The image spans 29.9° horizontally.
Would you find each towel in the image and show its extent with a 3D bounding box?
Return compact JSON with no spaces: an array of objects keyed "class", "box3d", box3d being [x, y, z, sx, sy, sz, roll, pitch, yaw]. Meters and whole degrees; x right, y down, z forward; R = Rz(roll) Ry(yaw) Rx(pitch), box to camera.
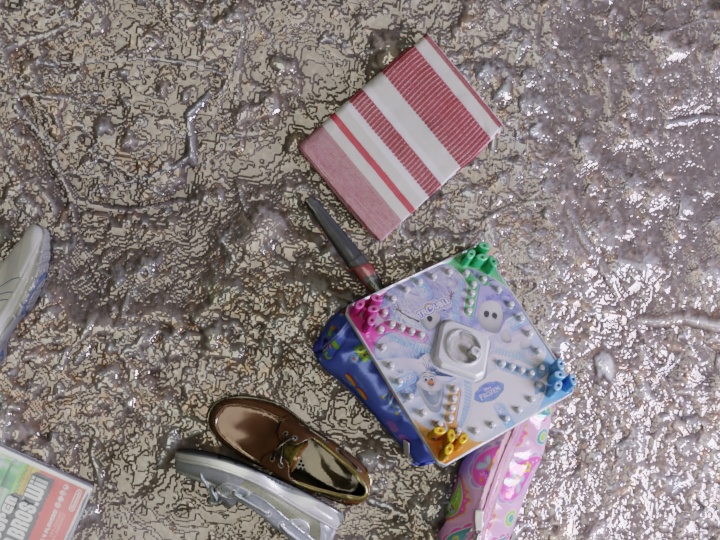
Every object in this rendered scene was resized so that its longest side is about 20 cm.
[{"class":"towel","box3d":[0.046,-0.150,1.523,0.200,0.023,0.144,-42,93,-8]}]

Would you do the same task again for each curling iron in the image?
[{"class":"curling iron","box3d":[0.000,0.000,1.507,0.025,0.050,0.201,-39,90,-7]}]

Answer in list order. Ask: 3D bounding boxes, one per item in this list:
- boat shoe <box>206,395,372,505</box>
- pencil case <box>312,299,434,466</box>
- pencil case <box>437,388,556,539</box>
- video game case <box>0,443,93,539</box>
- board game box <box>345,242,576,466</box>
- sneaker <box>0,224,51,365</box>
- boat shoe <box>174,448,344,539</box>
[{"class":"boat shoe","box3d":[-0.075,0.194,1.480,0.198,0.068,0.073,25,87,-7]},{"class":"pencil case","box3d":[0.032,0.130,1.490,0.200,0.078,0.087,48,61,-5]},{"class":"pencil case","box3d":[0.151,0.228,1.506,0.086,0.087,0.203,22,86,-8]},{"class":"video game case","box3d":[-0.408,0.259,1.456,0.198,0.017,0.145,25,87,-7]},{"class":"board game box","box3d":[0.112,0.083,1.463,0.198,0.026,0.201,-24,73,-29]},{"class":"sneaker","box3d":[-0.397,0.035,1.433,0.086,0.075,0.202,30,85,-2]},{"class":"boat shoe","box3d":[-0.116,0.252,1.473,0.200,0.074,0.065,27,82,-14]}]
